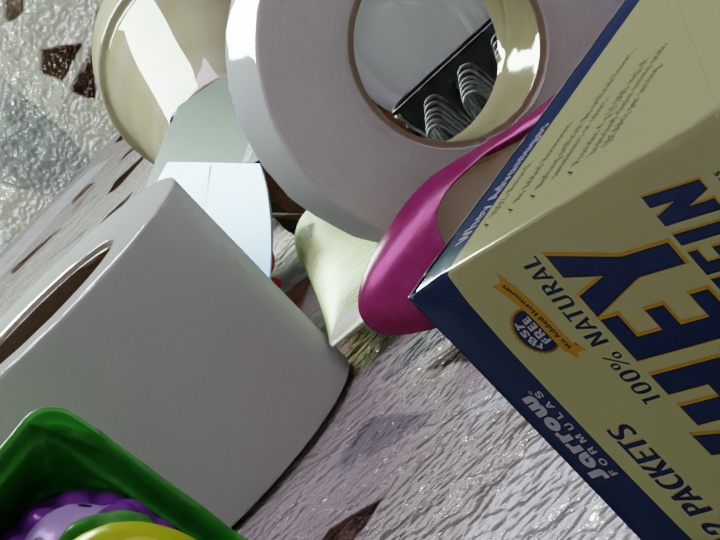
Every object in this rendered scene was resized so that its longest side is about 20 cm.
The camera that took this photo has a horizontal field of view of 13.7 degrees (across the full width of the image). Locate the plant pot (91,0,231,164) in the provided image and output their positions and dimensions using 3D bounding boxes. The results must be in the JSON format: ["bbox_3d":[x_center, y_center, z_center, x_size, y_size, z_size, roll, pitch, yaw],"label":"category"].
[{"bbox_3d":[-0.091,-0.130,2.186,0.200,0.200,0.174,-42,26,13],"label":"plant pot"}]

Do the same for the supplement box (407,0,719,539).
[{"bbox_3d":[0.158,-0.039,0.929,0.200,0.134,0.200,-32,16,49],"label":"supplement box"}]

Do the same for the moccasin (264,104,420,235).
[{"bbox_3d":[0.003,-0.111,1.983,0.201,0.078,0.074,-46,10,-13],"label":"moccasin"}]

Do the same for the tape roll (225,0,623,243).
[{"bbox_3d":[0.035,-0.112,1.524,0.202,0.202,0.071,-46,11,-12],"label":"tape roll"}]

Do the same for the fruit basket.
[{"bbox_3d":[-0.124,0.156,1.270,0.216,0.155,0.216,-54,-4,-5],"label":"fruit basket"}]

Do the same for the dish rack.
[{"bbox_3d":[0.093,-0.109,1.695,0.153,0.055,0.200,-43,10,9],"label":"dish rack"}]

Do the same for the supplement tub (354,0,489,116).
[{"bbox_3d":[0.072,-0.193,1.919,0.122,0.123,0.200,-35,14,42],"label":"supplement tub"}]

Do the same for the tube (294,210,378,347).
[{"bbox_3d":[0.000,0.000,1.652,0.200,0.052,0.058,-134,53,-77],"label":"tube"}]

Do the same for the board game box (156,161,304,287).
[{"bbox_3d":[-0.082,0.017,1.763,0.200,0.039,0.158,4,86,63],"label":"board game box"}]

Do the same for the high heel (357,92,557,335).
[{"bbox_3d":[0.084,-0.040,1.425,0.200,0.067,0.096,-33,-3,-13],"label":"high heel"}]

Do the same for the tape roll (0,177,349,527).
[{"bbox_3d":[-0.123,0.069,1.578,0.203,0.139,0.203,-43,10,9],"label":"tape roll"}]

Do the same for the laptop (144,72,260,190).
[{"bbox_3d":[-0.088,-0.034,1.929,0.103,0.200,0.177,2,33,9],"label":"laptop"}]
